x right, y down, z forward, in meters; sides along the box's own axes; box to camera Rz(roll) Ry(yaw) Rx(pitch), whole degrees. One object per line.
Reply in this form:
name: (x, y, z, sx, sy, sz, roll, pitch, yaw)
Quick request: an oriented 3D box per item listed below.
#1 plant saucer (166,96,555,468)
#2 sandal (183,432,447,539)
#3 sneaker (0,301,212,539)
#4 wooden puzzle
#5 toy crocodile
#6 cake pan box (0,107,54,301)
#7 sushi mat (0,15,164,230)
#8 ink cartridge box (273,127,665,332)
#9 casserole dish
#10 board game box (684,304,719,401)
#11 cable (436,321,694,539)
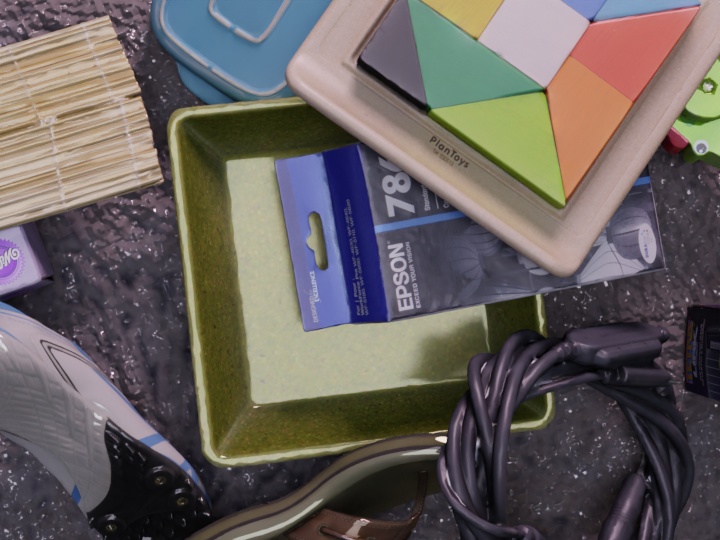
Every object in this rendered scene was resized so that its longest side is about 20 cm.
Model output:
plant saucer: (0.000, 0.000, 0.821, 0.199, 0.048, 0.200, -6, 91, -5)
sandal: (-0.013, 0.148, 0.809, 0.201, 0.080, 0.057, -27, 63, 7)
sneaker: (-0.153, 0.086, 0.803, 0.072, 0.073, 0.200, -35, 116, 16)
wooden puzzle: (0.088, -0.125, 0.752, 0.185, 0.037, 0.200, 35, 80, -4)
toy crocodile: (0.158, -0.116, 0.818, 0.200, 0.068, 0.062, 45, 90, 0)
cake pan box: (-0.290, -0.048, 0.812, 0.200, 0.052, 0.185, -18, 94, -3)
sushi mat: (-0.214, -0.066, 0.784, 0.200, 0.012, 0.096, -17, 90, -3)
ink cartridge box: (0.059, -0.030, 0.780, 0.200, 0.039, 0.100, -12, 93, -8)
casserole dish: (-0.042, -0.175, 0.796, 0.121, 0.039, 0.200, 34, 106, 2)
board game box: (0.294, 0.048, 0.777, 0.200, 0.165, 0.057, 1, 89, -2)
cable: (0.110, 0.113, 0.786, 0.200, 0.051, 0.164, -8, 103, -44)
